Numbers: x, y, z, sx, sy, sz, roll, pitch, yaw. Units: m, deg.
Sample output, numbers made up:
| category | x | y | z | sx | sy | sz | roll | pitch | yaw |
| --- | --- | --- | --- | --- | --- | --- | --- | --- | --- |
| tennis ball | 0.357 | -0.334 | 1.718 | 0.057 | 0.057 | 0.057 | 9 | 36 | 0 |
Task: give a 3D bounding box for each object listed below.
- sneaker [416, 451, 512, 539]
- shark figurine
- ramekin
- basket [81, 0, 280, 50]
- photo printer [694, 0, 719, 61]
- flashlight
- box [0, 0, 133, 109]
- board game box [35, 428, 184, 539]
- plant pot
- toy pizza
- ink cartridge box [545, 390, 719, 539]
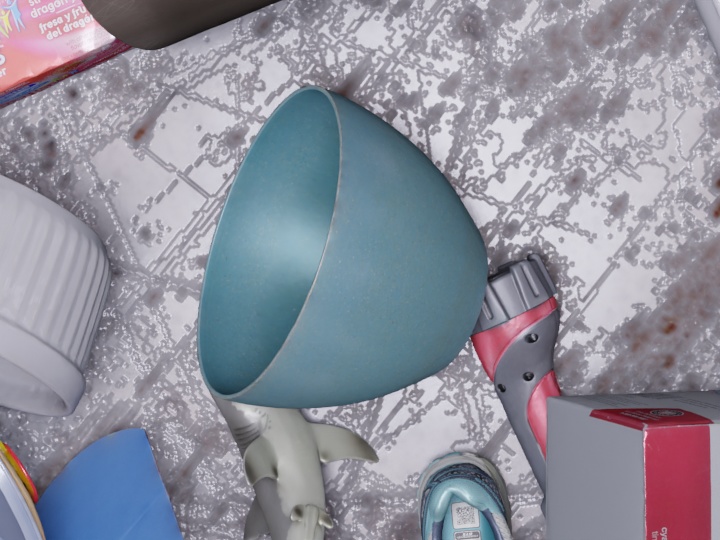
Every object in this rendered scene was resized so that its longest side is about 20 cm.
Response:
| category | x | y | z | sx | sy | sz | roll | pitch | yaw |
| --- | --- | --- | --- | --- | --- | --- | --- | --- | --- |
| sneaker | 0.075 | 0.220 | 1.615 | 0.077 | 0.086 | 0.201 | -16 | 92 | 5 |
| shark figurine | -0.061 | 0.165 | 1.616 | 0.128 | 0.215 | 0.089 | 22 | 136 | -26 |
| ramekin | -0.250 | 0.004 | 1.572 | 0.199 | 0.200 | 0.105 | 21 | 76 | 2 |
| basket | -0.073 | -0.222 | 1.525 | 0.199 | 0.181 | 0.136 | -22 | 118 | 36 |
| photo printer | 0.306 | -0.156 | 1.591 | 0.166 | 0.069 | 0.201 | -24 | 91 | 5 |
| flashlight | 0.126 | 0.091 | 1.617 | 0.068 | 0.068 | 0.201 | -26 | 91 | -9 |
| box | -0.253 | -0.148 | 1.610 | 0.199 | 0.100 | 0.096 | -23 | 92 | 5 |
| board game box | -0.157 | 0.199 | 1.600 | 0.039 | 0.200 | 0.158 | 29 | 111 | -35 |
| plant pot | 0.000 | 0.000 | 1.571 | 0.134 | 0.200 | 0.201 | 17 | 94 | -22 |
| toy pizza | -0.248 | 0.131 | 1.592 | 0.032 | 0.200 | 0.201 | -34 | 90 | -27 |
| ink cartridge box | 0.231 | 0.150 | 1.542 | 0.199 | 0.145 | 0.146 | -2 | 94 | -20 |
